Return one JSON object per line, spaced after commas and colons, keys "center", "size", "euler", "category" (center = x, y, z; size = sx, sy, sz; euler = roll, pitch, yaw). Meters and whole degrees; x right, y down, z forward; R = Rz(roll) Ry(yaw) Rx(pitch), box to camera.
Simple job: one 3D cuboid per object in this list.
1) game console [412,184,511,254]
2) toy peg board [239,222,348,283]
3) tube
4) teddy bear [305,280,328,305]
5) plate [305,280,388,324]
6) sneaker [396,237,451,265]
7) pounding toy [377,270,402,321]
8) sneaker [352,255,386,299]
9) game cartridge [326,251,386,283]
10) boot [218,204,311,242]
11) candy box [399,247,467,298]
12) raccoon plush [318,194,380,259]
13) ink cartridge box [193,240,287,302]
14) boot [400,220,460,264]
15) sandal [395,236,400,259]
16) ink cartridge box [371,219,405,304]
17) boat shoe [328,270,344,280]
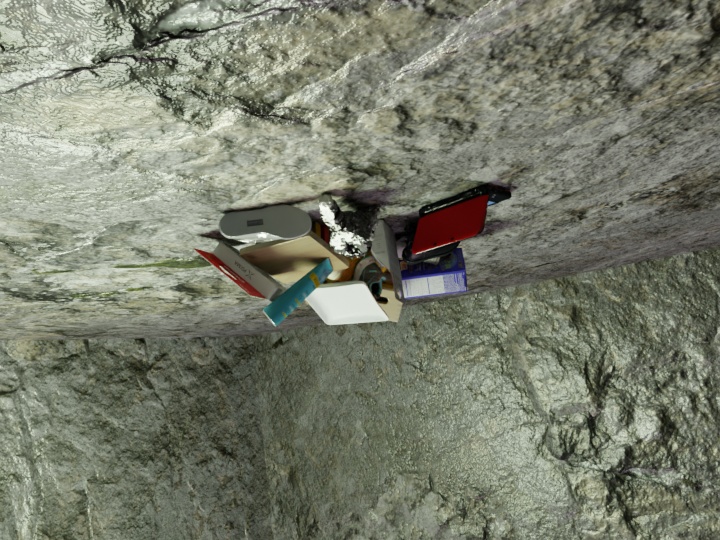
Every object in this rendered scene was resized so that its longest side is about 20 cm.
{"center": [0.235, -0.110, 1.407], "size": [0.198, 0.121, 0.171], "euler": [-16, 167, 42], "category": "game console"}
{"center": [-0.158, -0.065, 1.498], "size": [0.197, 0.100, 0.199], "euler": [-14, 153, 23], "category": "toy peg board"}
{"center": [-0.146, 0.050, 1.477], "size": [0.199, 0.050, 0.078], "euler": [-42, 164, -11], "category": "tube"}
{"center": [-0.099, 0.040, 1.763], "size": [0.145, 0.067, 0.199], "euler": [-46, 155, 23], "category": "teddy bear"}
{"center": [-0.041, 0.084, 1.671], "size": [0.196, 0.033, 0.201], "euler": [-6, 144, 22], "category": "plate"}
{"center": [0.178, -0.056, 1.727], "size": [0.197, 0.085, 0.073], "euler": [-9, 139, -30], "category": "sneaker"}
{"center": [0.076, 0.049, 1.928], "size": [0.196, 0.145, 0.185], "euler": [10, -157, -5], "category": "pounding toy"}
{"center": [0.015, 0.059, 1.703], "size": [0.077, 0.091, 0.202], "euler": [-23, 145, -36], "category": "sneaker"}
{"center": [0.000, 0.000, 1.731], "size": [0.177, 0.032, 0.200], "euler": [-47, 156, -1], "category": "game cartridge"}
{"center": [-0.198, -0.097, 1.315], "size": [0.196, 0.075, 0.096], "euler": [0, 177, 3], "category": "boot"}
{"center": [0.209, 0.008, 1.794], "size": [0.196, 0.078, 0.170], "euler": [-6, -157, 9], "category": "candy box"}
{"center": [-0.013, -0.126, 1.332], "size": [0.095, 0.136, 0.202], "euler": [5, 142, 19], "category": "raccoon plush"}
{"center": [-0.282, 0.001, 1.478], "size": [0.199, 0.045, 0.176], "euler": [37, -179, 19], "category": "ink cartridge box"}
{"center": [0.197, -0.093, 1.619], "size": [0.195, 0.074, 0.163], "euler": [-22, 159, -14], "category": "boot"}
{"center": [0.109, -0.060, 1.784], "size": [0.079, 0.055, 0.199], "euler": [-12, 170, 22], "category": "sandal"}
{"center": [0.069, -0.015, 1.571], "size": [0.049, 0.204, 0.161], "euler": [-9, 170, 12], "category": "ink cartridge box"}
{"center": [-0.122, -0.029, 1.644], "size": [0.065, 0.073, 0.199], "euler": [36, 173, -40], "category": "boat shoe"}
